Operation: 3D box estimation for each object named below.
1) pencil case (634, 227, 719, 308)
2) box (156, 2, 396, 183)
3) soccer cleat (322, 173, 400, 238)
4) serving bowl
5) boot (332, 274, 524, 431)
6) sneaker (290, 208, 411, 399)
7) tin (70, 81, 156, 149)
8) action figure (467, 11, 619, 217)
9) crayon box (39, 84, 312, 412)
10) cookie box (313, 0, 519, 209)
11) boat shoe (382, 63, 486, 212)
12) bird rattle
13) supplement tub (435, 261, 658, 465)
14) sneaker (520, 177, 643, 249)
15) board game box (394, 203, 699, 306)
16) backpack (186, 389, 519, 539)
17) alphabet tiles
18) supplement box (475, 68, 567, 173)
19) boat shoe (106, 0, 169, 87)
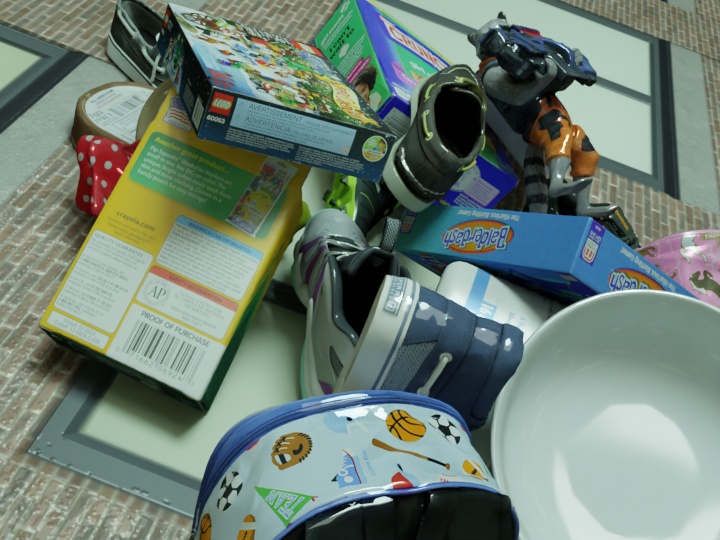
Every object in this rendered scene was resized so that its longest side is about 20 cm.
[{"bbox_3d":[0.274,0.066,0.796,0.086,0.082,0.203,6,68,-52],"label":"pencil case"},{"bbox_3d":[-0.069,-0.136,0.746,0.135,0.038,0.200,11,25,-26],"label":"box"},{"bbox_3d":[0.007,-0.073,0.935,0.080,0.068,0.201,25,35,-15],"label":"soccer cleat"},{"bbox_3d":[0.174,0.117,0.616,0.197,0.066,0.203,0,69,0],"label":"serving bowl"},{"bbox_3d":[0.027,0.089,0.628,0.089,0.201,0.073,21,51,-2],"label":"boot"},{"bbox_3d":[0.000,0.000,0.746,0.077,0.141,0.202,5,49,-17],"label":"sneaker"},{"bbox_3d":[-0.173,-0.111,0.920,0.198,0.042,0.112,29,42,11],"label":"tin"},{"bbox_3d":[0.143,-0.141,0.875,0.199,0.104,0.196,4,58,-52],"label":"action figure"},{"bbox_3d":[-0.124,-0.017,0.725,0.124,0.052,0.202,24,73,5],"label":"crayon box"},{"bbox_3d":[0.049,-0.159,0.978,0.170,0.075,0.201,28,29,-34],"label":"cookie box"},{"bbox_3d":[0.076,-0.121,0.826,0.072,0.060,0.202,44,37,-14],"label":"boat shoe"},{"bbox_3d":[-0.132,-0.090,0.832,0.197,0.113,0.165,15,74,2],"label":"bird rattle"},{"bbox_3d":[0.131,0.089,0.729,0.198,0.133,0.132,22,36,5],"label":"supplement tub"},{"bbox_3d":[0.232,-0.014,0.942,0.199,0.087,0.080,32,40,13],"label":"sneaker"},{"bbox_3d":[0.140,0.003,0.779,0.151,0.046,0.199,29,-10,-34],"label":"board game box"},{"bbox_3d":[-0.007,0.153,0.535,0.197,0.192,0.155,-4,42,-27],"label":"backpack"},{"bbox_3d":[0.154,0.191,0.626,0.199,0.008,0.168,36,74,13],"label":"alphabet tiles"},{"bbox_3d":[0.171,-0.172,1.056,0.109,0.061,0.200,50,17,-10],"label":"supplement box"},{"bbox_3d":[-0.183,-0.210,1.010,0.073,0.069,0.199,-18,51,-39],"label":"boat shoe"}]
